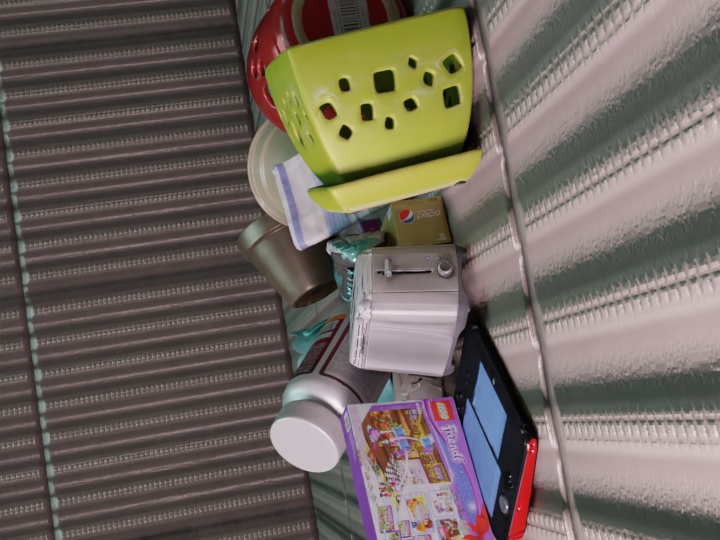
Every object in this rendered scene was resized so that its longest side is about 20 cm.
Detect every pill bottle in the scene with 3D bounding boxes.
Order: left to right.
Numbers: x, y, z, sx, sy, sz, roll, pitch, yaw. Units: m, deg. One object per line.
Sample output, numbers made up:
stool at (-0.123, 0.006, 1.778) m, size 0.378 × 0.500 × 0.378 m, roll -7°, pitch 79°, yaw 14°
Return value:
pill bottle at (-0.032, 0.152, 1.329) m, size 0.200 × 0.109 × 0.110 m, roll -58°, pitch -24°, yaw -45°

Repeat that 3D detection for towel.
towel at (-0.027, -0.130, 1.453) m, size 0.024 × 0.199 × 0.147 m, roll 30°, pitch -141°, yaw -56°

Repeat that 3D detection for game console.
game console at (0.145, 0.182, 1.166) m, size 0.200 × 0.031 × 0.177 m, roll -112°, pitch 17°, yaw -51°

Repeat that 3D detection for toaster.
toaster at (0.054, 0.052, 1.242) m, size 0.200 × 0.128 × 0.114 m, roll 96°, pitch 176°, yaw -55°

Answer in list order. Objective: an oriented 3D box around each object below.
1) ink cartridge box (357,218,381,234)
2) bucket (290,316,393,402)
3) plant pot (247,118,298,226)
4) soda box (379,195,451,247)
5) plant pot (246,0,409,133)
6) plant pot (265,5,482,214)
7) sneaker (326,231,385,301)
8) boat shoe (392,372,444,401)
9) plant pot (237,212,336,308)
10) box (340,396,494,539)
ink cartridge box at (0.033, 0.024, 1.637) m, size 0.200 × 0.042 × 0.120 m, roll -112°, pitch 17°, yaw -48°
bucket at (-0.023, 0.173, 1.695) m, size 0.207 × 0.134 × 0.208 m, roll 163°, pitch 90°, yaw -88°
plant pot at (-0.054, -0.162, 1.616) m, size 0.183 × 0.200 × 0.202 m, roll -170°, pitch 71°, yaw -67°
soda box at (0.061, -0.025, 1.354) m, size 0.200 × 0.067 × 0.064 m, roll 110°, pitch 150°, yaw -69°
plant pot at (-0.041, -0.286, 1.347) m, size 0.182 × 0.199 × 0.201 m, roll 136°, pitch 125°, yaw -75°
plant pot at (0.019, -0.167, 1.147) m, size 0.200 × 0.198 × 0.182 m, roll -164°, pitch 59°, yaw -78°
sneaker at (0.000, 0.000, 1.338) m, size 0.200 × 0.077 × 0.092 m, roll 106°, pitch 153°, yaw -88°
boat shoe at (0.078, 0.140, 1.406) m, size 0.070 × 0.071 × 0.201 m, roll 93°, pitch 172°, yaw -58°
plant pot at (-0.128, -0.025, 2.134) m, size 0.174 × 0.199 × 0.200 m, roll 63°, pitch 165°, yaw 15°
box at (0.064, 0.244, 1.190) m, size 0.039 × 0.136 × 0.201 m, roll 112°, pitch 150°, yaw -51°
